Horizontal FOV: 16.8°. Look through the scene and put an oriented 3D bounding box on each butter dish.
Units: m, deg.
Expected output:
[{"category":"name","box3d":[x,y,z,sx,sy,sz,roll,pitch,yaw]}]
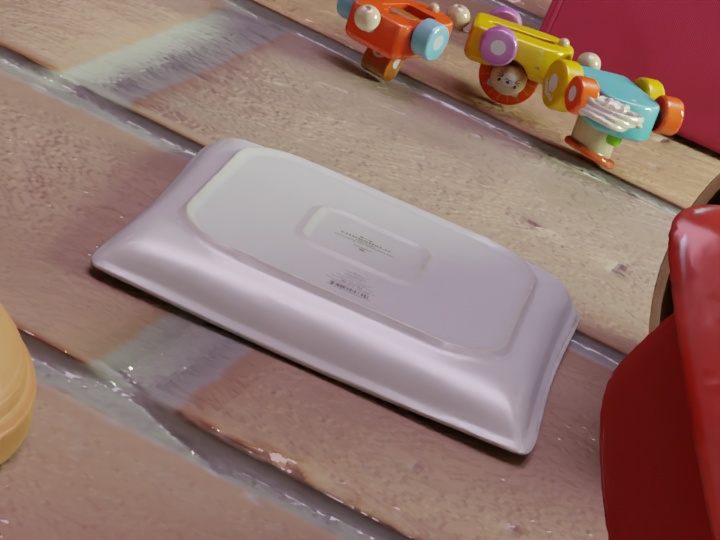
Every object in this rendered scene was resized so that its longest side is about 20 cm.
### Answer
[{"category":"butter dish","box3d":[0.155,0.094,0.860,0.199,0.148,0.200,7,66,-38]}]

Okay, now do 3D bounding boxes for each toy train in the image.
[{"category":"toy train","box3d":[0.085,-0.107,1.417,0.200,0.056,0.150,29,22,25]}]

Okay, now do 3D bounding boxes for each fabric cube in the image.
[{"category":"fabric cube","box3d":[0.246,-0.198,1.606,0.199,0.196,0.200,23,19,3]}]

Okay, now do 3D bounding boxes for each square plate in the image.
[{"category":"square plate","box3d":[0.000,0.000,1.084,0.200,0.028,0.198,24,19,4]}]

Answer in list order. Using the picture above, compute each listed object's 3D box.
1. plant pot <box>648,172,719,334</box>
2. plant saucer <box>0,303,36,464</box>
[{"category":"plant pot","box3d":[0.211,0.019,1.085,0.186,0.187,0.200,22,5,-2]},{"category":"plant saucer","box3d":[-0.203,0.008,0.833,0.200,0.037,0.200,20,21,-8]}]
